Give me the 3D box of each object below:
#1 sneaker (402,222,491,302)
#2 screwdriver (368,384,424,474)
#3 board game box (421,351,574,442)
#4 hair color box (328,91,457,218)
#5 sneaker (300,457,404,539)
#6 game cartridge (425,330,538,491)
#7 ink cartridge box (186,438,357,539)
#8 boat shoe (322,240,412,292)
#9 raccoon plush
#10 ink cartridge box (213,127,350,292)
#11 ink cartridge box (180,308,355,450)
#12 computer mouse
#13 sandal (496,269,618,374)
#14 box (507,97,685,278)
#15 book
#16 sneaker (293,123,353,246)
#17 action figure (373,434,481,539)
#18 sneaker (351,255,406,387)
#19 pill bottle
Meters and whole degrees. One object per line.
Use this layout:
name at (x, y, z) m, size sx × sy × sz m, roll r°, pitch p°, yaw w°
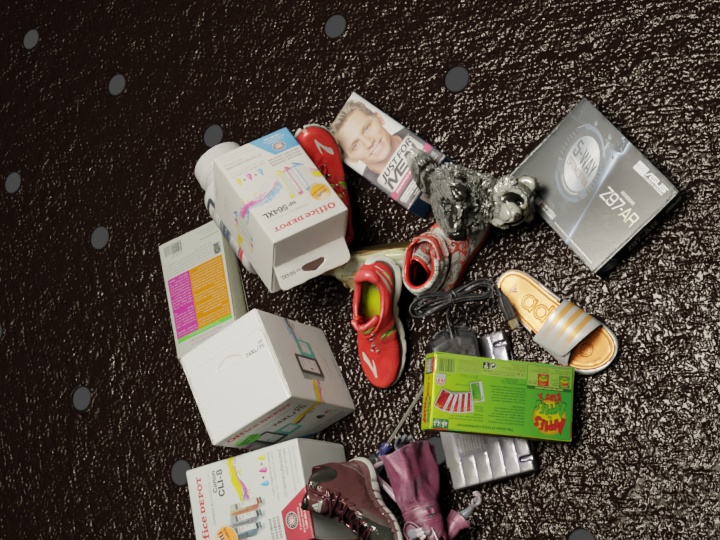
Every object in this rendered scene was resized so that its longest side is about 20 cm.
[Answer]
sneaker at (0.127, -0.050, 1.705) m, size 0.067 × 0.108 × 0.203 m, roll 24°, pitch 90°, yaw 30°
screwdriver at (0.051, 0.238, 1.722) m, size 0.028 × 0.029 × 0.201 m, roll 37°, pitch 100°, yaw 26°
board game box at (0.185, 0.172, 1.595) m, size 0.198 × 0.048 × 0.103 m, roll 7°, pitch 80°, yaw -11°
hair color box at (0.041, -0.177, 1.806) m, size 0.200 × 0.060 × 0.100 m, roll 38°, pitch 97°, yaw 30°
sneaker at (-0.020, 0.335, 1.593) m, size 0.200 × 0.115 × 0.076 m, roll -119°, pitch 40°, yaw -51°
game cartridge at (0.169, 0.199, 1.672) m, size 0.129 × 0.038 × 0.202 m, roll -20°, pitch 70°, yaw 27°
ink cartridge box at (-0.129, 0.342, 1.733) m, size 0.199 × 0.144 × 0.146 m, roll -20°, pitch 71°, yaw 24°
boat shoe at (0.000, 0.000, 1.783) m, size 0.199 × 0.074 × 0.067 m, roll -5°, pitch 100°, yaw 33°
raccoon plush at (0.163, -0.130, 1.670) m, size 0.133 × 0.097 × 0.201 m, roll -14°, pitch 54°, yaw -17°
ink cartridge box at (-0.110, -0.079, 1.711) m, size 0.128 × 0.126 × 0.200 m, roll -26°, pitch 61°, yaw -22°
ink cartridge box at (-0.134, 0.167, 1.742) m, size 0.146 × 0.200 × 0.147 m, roll -33°, pitch 66°, yaw 18°
computer mouse at (0.161, 0.112, 1.655) m, size 0.139 × 0.046 × 0.201 m, roll -20°, pitch 78°, yaw -2°
sandal at (0.259, 0.069, 1.637) m, size 0.206 × 0.059 × 0.079 m, roll 38°, pitch 98°, yaw 29°
box at (0.325, -0.115, 1.651) m, size 0.160 × 0.043 × 0.200 m, roll -45°, pitch 63°, yaw 13°
book at (-0.257, 0.031, 1.928) m, size 0.133 × 0.048 × 0.202 m, roll -22°, pitch 68°, yaw 25°
sneaker at (-0.045, -0.124, 1.778) m, size 0.077 × 0.201 × 0.085 m, roll -22°, pitch 28°, yaw -11°
action figure at (0.077, 0.331, 1.613) m, size 0.149 × 0.133 × 0.201 m, roll -36°, pitch 62°, yaw 43°
sneaker at (0.015, 0.080, 1.713) m, size 0.076 × 0.085 × 0.202 m, roll 4°, pitch 109°, yaw 26°
pill bottle at (-0.176, -0.103, 1.871) m, size 0.120 × 0.119 × 0.200 m, roll -42°, pitch 63°, yaw 13°
